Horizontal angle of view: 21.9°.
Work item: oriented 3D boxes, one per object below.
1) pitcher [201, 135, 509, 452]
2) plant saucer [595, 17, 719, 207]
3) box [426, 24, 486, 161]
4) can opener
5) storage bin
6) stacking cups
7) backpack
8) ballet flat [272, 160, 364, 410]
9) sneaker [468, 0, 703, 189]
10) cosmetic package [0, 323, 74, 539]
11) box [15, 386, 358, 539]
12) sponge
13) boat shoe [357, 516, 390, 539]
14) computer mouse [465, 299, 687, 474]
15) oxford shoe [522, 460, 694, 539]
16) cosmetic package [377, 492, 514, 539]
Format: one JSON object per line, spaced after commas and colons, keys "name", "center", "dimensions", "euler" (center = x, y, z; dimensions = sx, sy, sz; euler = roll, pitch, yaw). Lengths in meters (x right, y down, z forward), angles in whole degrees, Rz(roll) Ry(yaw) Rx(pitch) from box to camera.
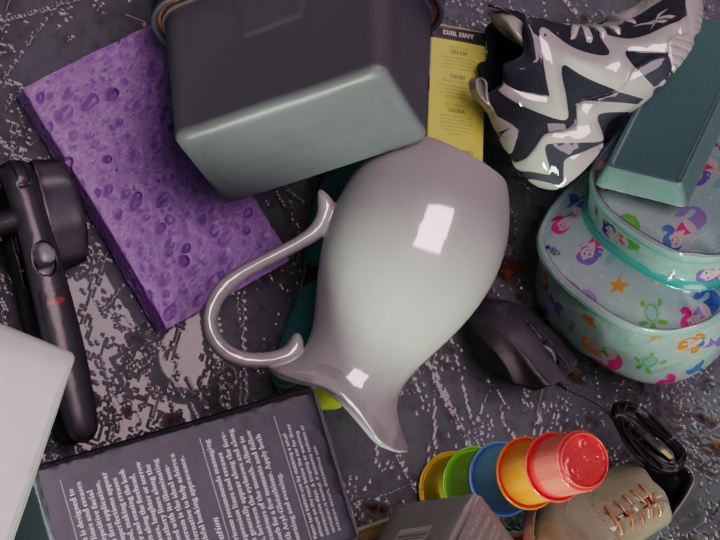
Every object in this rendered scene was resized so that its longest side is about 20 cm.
{"name": "pitcher", "center": [0.000, 0.000, 1.276], "dimensions": [0.171, 0.121, 0.201], "euler": [27, 84, -6]}
{"name": "plant saucer", "center": [0.240, -0.125, 1.390], "dimensions": [0.069, 0.019, 0.201], "euler": [15, 50, 20]}
{"name": "box", "center": [0.058, -0.078, 1.401], "dimensions": [0.050, 0.075, 0.202], "euler": [7, 77, -19]}
{"name": "can opener", "center": [-0.212, 0.020, 1.270], "dimensions": [0.078, 0.063, 0.202], "euler": [-10, 82, -19]}
{"name": "storage bin", "center": [-0.045, -0.145, 1.269], "dimensions": [0.146, 0.199, 0.135], "euler": [53, 25, -48]}
{"name": "stacking cups", "center": [0.105, 0.147, 1.298], "dimensions": [0.060, 0.200, 0.061], "euler": [4, 79, -21]}
{"name": "backpack", "center": [0.232, -0.022, 1.413], "dimensions": [0.177, 0.151, 0.200], "euler": [38, 69, 24]}
{"name": "ballet flat", "center": [-0.011, 0.009, 1.365], "dimensions": [0.067, 0.067, 0.201], "euler": [28, 70, -37]}
{"name": "sneaker", "center": [0.158, -0.172, 1.380], "dimensions": [0.199, 0.079, 0.130], "euler": [-47, 108, -5]}
{"name": "cosmetic package", "center": [-0.296, 0.114, 1.139], "dimensions": [0.166, 0.200, 0.167], "euler": [23, 70, -17]}
{"name": "box", "center": [-0.127, 0.162, 1.227], "dimensions": [0.199, 0.148, 0.108], "euler": [-15, 83, -24]}
{"name": "sponge", "center": [-0.147, -0.066, 1.336], "dimensions": [0.111, 0.030, 0.201], "euler": [-31, 91, -26]}
{"name": "boat shoe", "center": [-0.015, 0.234, 1.296], "dimensions": [0.199, 0.076, 0.072], "euler": [-32, 91, -26]}
{"name": "computer mouse", "center": [0.161, 0.082, 1.383], "dimensions": [0.199, 0.034, 0.059], "euler": [35, 38, 15]}
{"name": "oxford shoe", "center": [0.180, 0.173, 1.344], "dimensions": [0.200, 0.074, 0.071], "euler": [-24, 85, -59]}
{"name": "cosmetic package", "center": [0.084, 0.261, 1.287], "dimensions": [0.200, 0.090, 0.107], "euler": [50, 48, -24]}
